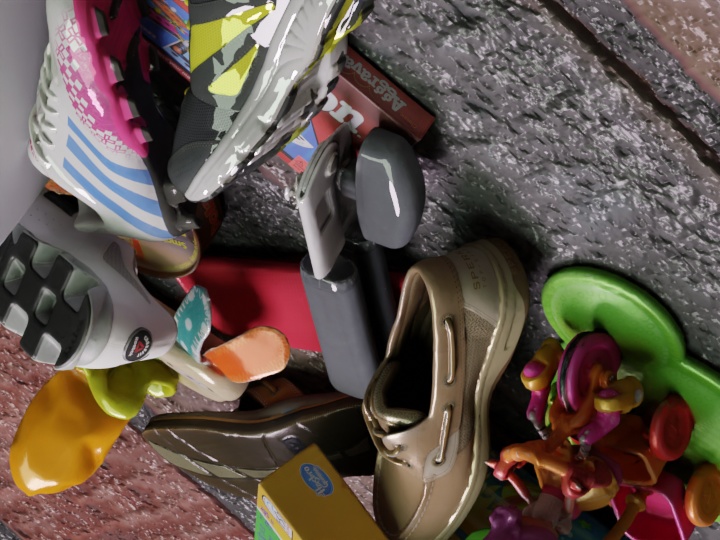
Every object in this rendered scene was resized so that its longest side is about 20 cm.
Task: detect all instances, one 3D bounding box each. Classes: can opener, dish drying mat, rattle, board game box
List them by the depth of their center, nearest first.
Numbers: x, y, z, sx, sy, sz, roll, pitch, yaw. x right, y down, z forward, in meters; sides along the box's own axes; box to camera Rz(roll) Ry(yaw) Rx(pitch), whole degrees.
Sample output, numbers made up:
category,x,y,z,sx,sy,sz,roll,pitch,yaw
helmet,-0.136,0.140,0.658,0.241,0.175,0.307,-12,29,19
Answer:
category,x,y,z,sx,sy,sz,roll,pitch,yaw
board game box,-0.063,-0.118,1.408,0.200,0.019,0.103,39,150,-9
can opener,0.000,0.000,1.448,0.066,0.053,0.200,22,150,18
board game box,0.015,0.206,1.560,0.200,0.040,0.153,52,165,15
dish drying mat,-0.018,0.021,1.574,0.199,0.018,0.077,5,140,41
rattle,-0.131,0.073,1.599,0.200,0.143,0.130,26,154,56

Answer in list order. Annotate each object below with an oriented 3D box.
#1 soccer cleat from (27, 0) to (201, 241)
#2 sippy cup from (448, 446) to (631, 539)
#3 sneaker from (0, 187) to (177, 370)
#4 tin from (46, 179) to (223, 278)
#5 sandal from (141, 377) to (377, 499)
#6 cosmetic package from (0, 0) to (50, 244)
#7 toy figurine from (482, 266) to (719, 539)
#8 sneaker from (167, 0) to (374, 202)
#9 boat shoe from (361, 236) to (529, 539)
category,x,y,z,sx,sy,sz,roll,pitch,yaw
soccer cleat,-0.142,-0.082,1.433,0.086,0.070,0.200,-2,140,15
sippy cup,0.078,0.171,1.596,0.130,0.140,0.178,42,143,7
sneaker,-0.174,-0.006,1.544,0.088,0.074,0.200,8,-151,-45
tin,-0.166,-0.055,1.592,0.199,0.042,0.112,16,143,29
sandal,-0.041,0.090,1.674,0.199,0.055,0.082,-16,132,37
cosmetic package,-0.266,-0.140,1.476,0.199,0.123,0.201,19,147,26
toy figurine,0.111,0.131,1.432,0.150,0.184,0.200,9,142,38
sneaker,-0.051,-0.116,1.334,0.085,0.074,0.200,43,131,9
boat shoe,0.030,0.069,1.472,0.071,0.064,0.201,49,137,41
